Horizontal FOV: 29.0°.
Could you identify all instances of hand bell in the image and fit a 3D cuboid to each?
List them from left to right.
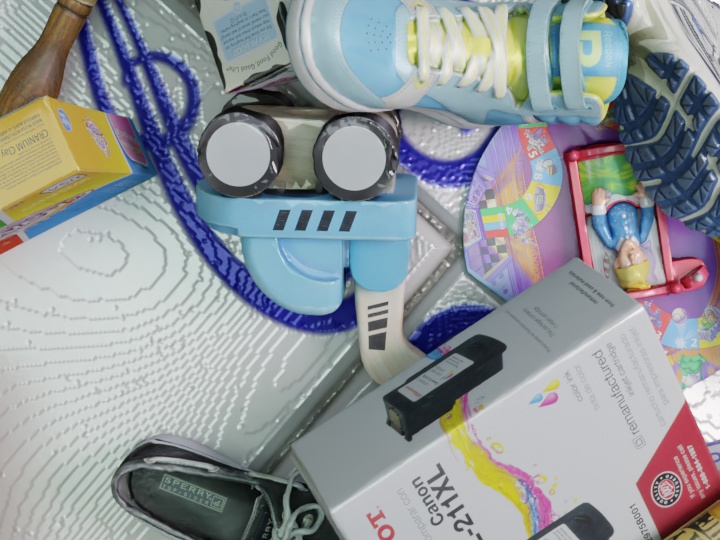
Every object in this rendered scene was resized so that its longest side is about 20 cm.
[{"bbox_3d":[-0.172,-0.151,0.821,0.104,0.104,0.201,31,105,1],"label":"hand bell"}]

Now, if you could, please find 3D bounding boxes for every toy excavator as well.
[{"bbox_3d":[0.000,0.000,0.817,0.192,0.100,0.202,2,107,2],"label":"toy excavator"}]

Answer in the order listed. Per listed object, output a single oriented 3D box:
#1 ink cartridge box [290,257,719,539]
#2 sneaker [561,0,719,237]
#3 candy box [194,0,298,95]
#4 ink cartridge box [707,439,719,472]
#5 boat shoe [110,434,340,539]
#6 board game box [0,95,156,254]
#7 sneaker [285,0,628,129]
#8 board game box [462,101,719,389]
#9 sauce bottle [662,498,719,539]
[{"bbox_3d":[0.083,0.114,0.775,0.199,0.083,0.146,-33,116,-6],"label":"ink cartridge box"},{"bbox_3d":[0.185,-0.117,0.790,0.085,0.077,0.201,-20,79,-35],"label":"sneaker"},{"bbox_3d":[-0.045,-0.209,0.775,0.061,0.136,0.202,-18,91,40],"label":"candy box"},{"bbox_3d":[0.303,0.166,0.783,0.196,0.044,0.201,-16,48,7],"label":"ink cartridge box"},{"bbox_3d":[-0.052,0.151,0.828,0.198,0.068,0.074,25,94,1],"label":"boat shoe"},{"bbox_3d":[-0.203,-0.038,0.760,0.152,0.200,0.041,-26,92,4],"label":"board game box"},{"bbox_3d":[0.063,-0.119,0.726,0.130,0.199,0.080,2,92,38],"label":"sneaker"},{"bbox_3d":[0.162,-0.024,0.823,0.199,0.039,0.159,36,94,0],"label":"board game box"},{"bbox_3d":[0.177,0.178,0.753,0.199,0.065,0.065,-36,91,-4],"label":"sauce bottle"}]
